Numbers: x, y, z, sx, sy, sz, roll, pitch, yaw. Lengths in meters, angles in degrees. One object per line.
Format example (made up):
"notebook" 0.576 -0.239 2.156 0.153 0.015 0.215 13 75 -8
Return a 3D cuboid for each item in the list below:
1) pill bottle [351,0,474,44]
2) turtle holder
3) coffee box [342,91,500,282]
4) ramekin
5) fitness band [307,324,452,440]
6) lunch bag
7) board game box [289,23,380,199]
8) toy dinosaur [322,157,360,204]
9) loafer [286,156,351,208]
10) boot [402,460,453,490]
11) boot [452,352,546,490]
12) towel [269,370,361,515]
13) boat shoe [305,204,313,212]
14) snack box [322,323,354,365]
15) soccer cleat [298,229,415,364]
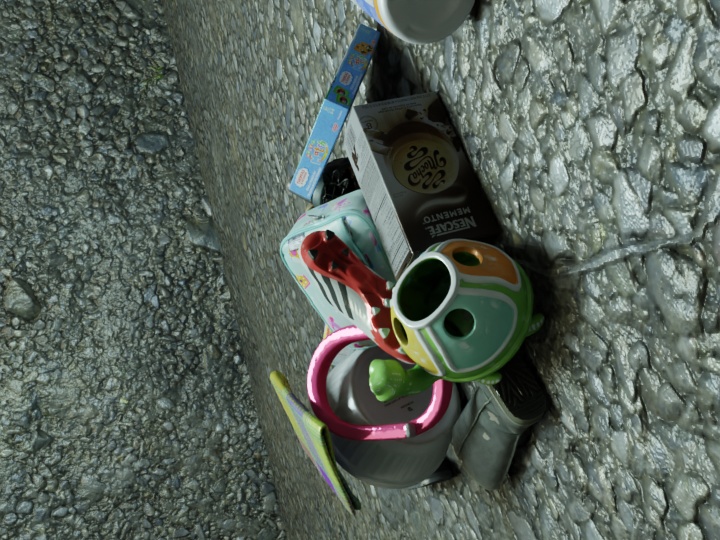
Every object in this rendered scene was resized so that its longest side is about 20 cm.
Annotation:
"pill bottle" 0.035 -0.329 0.889 0.200 0.111 0.113 -124 27 -50
"turtle holder" 0.085 0.046 0.862 0.185 0.131 0.142 -28 58 28
"coffee box" 0.067 -0.099 0.959 0.080 0.112 0.201 113 140 -62
"ramekin" 0.046 0.185 1.120 0.204 0.201 0.094 67 149 27
"fitness band" 0.020 0.136 1.010 0.199 0.037 0.145 -9 79 33
"lunch bag" 0.000 0.000 1.049 0.160 0.077 0.201 -17 114 38
"board game box" -0.032 -0.213 1.083 0.201 0.036 0.152 -71 7 -47
"toy dinosaur" 0.009 -0.115 1.116 0.136 0.101 0.202 -73 -12 -59
"loafer" -0.043 -0.135 1.193 0.200 0.062 0.072 -33 -42 -68
"boot" 0.075 0.236 1.281 0.165 0.065 0.202 132 127 -67
"boot" 0.147 0.151 0.991 0.201 0.072 0.183 93 159 -59
"towel" -0.061 0.218 1.072 0.200 0.023 0.145 31 145 64
"boat shoe" -0.064 -0.101 1.440 0.201 0.069 0.074 96 154 -47
"snack box" -0.020 0.033 1.301 0.143 0.052 0.201 110 170 -59
"soccer cleat" 0.003 0.033 0.970 0.200 0.069 0.085 43 160 2
